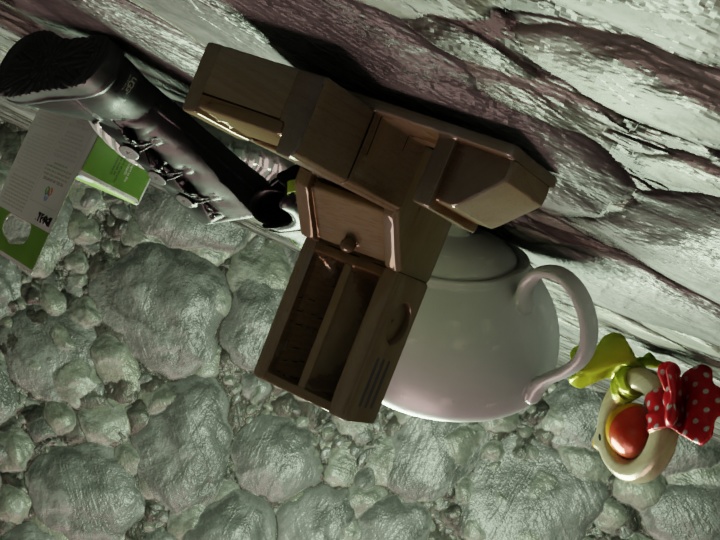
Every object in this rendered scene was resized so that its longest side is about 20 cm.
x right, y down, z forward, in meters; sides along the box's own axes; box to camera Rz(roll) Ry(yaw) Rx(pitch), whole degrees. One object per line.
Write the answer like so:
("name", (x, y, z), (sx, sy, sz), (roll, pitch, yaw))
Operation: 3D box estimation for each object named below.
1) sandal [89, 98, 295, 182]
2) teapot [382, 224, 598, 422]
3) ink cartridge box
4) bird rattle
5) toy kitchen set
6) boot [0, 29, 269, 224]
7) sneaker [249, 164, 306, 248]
("sandal", (-0.154, -0.120, 0.967), (0.202, 0.082, 0.050), (25, -140, -13))
("teapot", (0.080, 0.025, 0.885), (0.200, 0.146, 0.197), (4, -157, 0))
("ink cartridge box", (-0.281, -0.093, 1.049), (0.076, 0.200, 0.148), (27, 177, -42))
("bird rattle", (0.325, 0.161, 1.195), (0.112, 0.163, 0.200), (6, -164, -28))
("toy kitchen set", (0.000, 0.000, 0.603), (0.163, 0.181, 0.200), (22, 180, 29))
("boot", (-0.193, -0.116, 0.900), (0.165, 0.066, 0.200), (15, 163, 43))
("sneaker", (-0.055, -0.062, 0.905), (0.083, 0.072, 0.200), (0, 172, -14))
